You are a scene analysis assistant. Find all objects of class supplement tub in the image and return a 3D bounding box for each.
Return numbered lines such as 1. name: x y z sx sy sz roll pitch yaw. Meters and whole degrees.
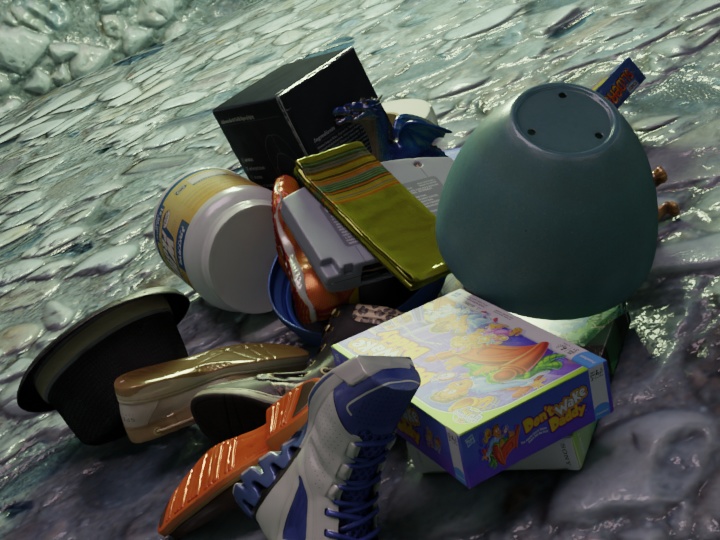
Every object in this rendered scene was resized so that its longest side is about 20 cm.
1. supplement tub: -0.152 -0.036 1.329 0.143 0.146 0.200 -29 24 -16

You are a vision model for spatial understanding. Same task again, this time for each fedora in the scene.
1. fedora: -0.240 0.108 1.138 0.199 0.092 0.201 -33 -17 -11

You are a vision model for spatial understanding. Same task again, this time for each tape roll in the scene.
1. tape roll: 0.014 -0.187 1.634 0.200 0.037 0.203 -20 24 9

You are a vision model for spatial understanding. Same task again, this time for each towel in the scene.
1. towel: 0.022 -0.059 1.104 0.085 0.018 0.200 -24 51 -27

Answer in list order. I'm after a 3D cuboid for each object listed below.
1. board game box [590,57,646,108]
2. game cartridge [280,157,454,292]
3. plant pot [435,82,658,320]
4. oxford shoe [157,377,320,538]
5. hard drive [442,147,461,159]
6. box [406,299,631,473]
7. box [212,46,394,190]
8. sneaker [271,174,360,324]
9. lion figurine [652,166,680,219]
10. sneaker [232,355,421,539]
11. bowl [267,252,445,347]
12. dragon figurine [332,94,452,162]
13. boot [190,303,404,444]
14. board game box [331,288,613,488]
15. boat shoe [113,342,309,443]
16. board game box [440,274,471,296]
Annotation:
1. board game box: 0.234 -0.156 1.305 0.200 0.035 0.135 -44 3 -39
2. game cartridge: 0.027 -0.053 1.136 0.197 0.041 0.134 -15 51 -22
3. plant pot: 0.166 -0.078 0.974 0.197 0.136 0.202 0 49 0
4. oxford shoe: -0.085 0.174 0.941 0.199 0.073 0.072 -36 20 19
5. hard drive: 0.112 -0.097 1.373 0.130 0.026 0.200 -6 29 32
6. box: 0.136 0.091 0.950 0.142 0.037 0.201 -8 29 29
7. box: -0.052 -0.141 1.359 0.123 0.198 0.199 -37 20 -22
8. sneaker: -0.048 -0.024 1.171 0.076 0.074 0.202 -14 49 -9
9. lion figurine: 0.238 -0.065 1.155 0.121 0.073 0.200 -28 18 -14
10. sneaker: -0.009 0.159 0.829 0.080 0.200 0.116 2 47 -43
11. bowl: 0.000 0.000 1.191 0.198 0.040 0.202 -16 43 15
12. dragon figurine: 0.065 -0.140 1.265 0.197 0.101 0.059 5 12 -17
13. boot: -0.043 0.098 1.046 0.197 0.074 0.151 -6 30 25
14. board game box: 0.081 0.084 0.892 0.133 0.045 0.199 -23 24 -22
15. boat shoe: -0.139 0.118 1.096 0.197 0.070 0.073 -10 13 -28
16. board game box: 0.151 -0.013 1.146 0.156 0.039 0.201 -21 24 4
